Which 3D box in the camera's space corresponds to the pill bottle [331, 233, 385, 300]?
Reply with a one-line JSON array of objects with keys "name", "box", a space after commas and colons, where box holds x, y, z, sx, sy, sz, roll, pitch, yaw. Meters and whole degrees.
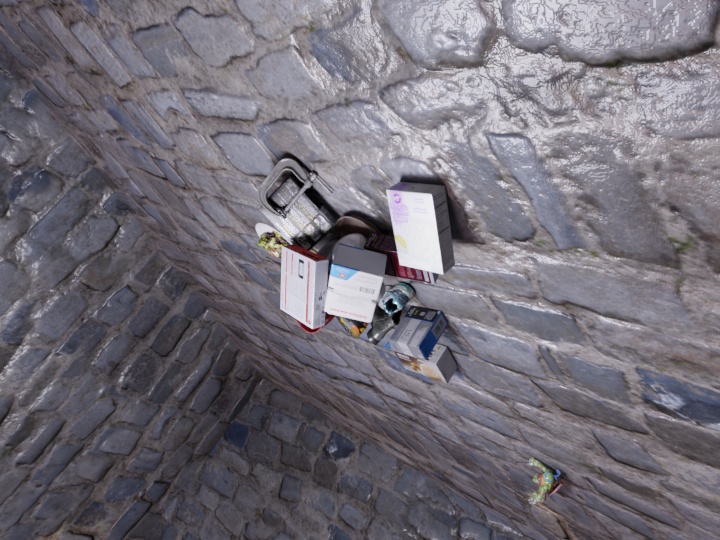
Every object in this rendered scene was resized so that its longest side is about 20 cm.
[{"name": "pill bottle", "box": [0.000, 0.000, 1.621, 0.114, 0.117, 0.202, 16, 147, 40]}]

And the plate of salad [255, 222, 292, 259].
[{"name": "plate of salad", "box": [-0.267, -0.073, 1.764, 0.197, 0.048, 0.202, 33, 157, 16]}]

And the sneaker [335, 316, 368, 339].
[{"name": "sneaker", "box": [-0.043, 0.133, 1.867, 0.202, 0.090, 0.069, 57, 160, -24]}]

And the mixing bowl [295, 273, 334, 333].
[{"name": "mixing bowl", "box": [-0.125, 0.081, 1.697, 0.197, 0.106, 0.207, 16, 111, 48]}]

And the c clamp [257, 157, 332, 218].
[{"name": "c clamp", "box": [-0.202, -0.226, 1.584, 0.199, 0.027, 0.172, -38, 94, 23]}]

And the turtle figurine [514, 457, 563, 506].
[{"name": "turtle figurine", "box": [0.648, 0.790, 2.055, 0.196, 0.196, 0.146, 68, 177, -53]}]

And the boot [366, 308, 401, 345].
[{"name": "boot", "box": [0.092, 0.164, 1.862, 0.130, 0.201, 0.068, -41, 103, 20]}]

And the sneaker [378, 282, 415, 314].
[{"name": "sneaker", "box": [0.094, 0.098, 1.756, 0.077, 0.087, 0.200, 42, 155, -5]}]

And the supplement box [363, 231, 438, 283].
[{"name": "supplement box", "box": [0.115, -0.035, 1.498, 0.195, 0.062, 0.110, 11, 144, 27]}]

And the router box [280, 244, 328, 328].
[{"name": "router box", "box": [-0.169, 0.043, 1.621, 0.177, 0.048, 0.206, 24, 116, 46]}]

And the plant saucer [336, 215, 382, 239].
[{"name": "plant saucer", "box": [0.015, -0.091, 1.623, 0.197, 0.032, 0.202, 33, 155, 17]}]

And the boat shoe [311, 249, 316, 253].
[{"name": "boat shoe", "box": [-0.146, 0.013, 1.979, 0.201, 0.065, 0.071, 50, 153, -21]}]

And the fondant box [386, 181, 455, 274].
[{"name": "fondant box", "box": [0.145, -0.104, 1.317, 0.142, 0.058, 0.205, 13, 124, 44]}]

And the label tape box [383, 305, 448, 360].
[{"name": "label tape box", "box": [0.161, 0.190, 1.743, 0.197, 0.145, 0.064, 6, 141, 50]}]

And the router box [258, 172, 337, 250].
[{"name": "router box", "box": [-0.187, -0.168, 1.656, 0.148, 0.051, 0.200, -38, 104, 21]}]

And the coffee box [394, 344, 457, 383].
[{"name": "coffee box", "box": [0.227, 0.307, 1.919, 0.197, 0.080, 0.116, 12, 144, 45]}]

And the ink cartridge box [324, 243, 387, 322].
[{"name": "ink cartridge box", "box": [-0.016, 0.038, 1.516, 0.141, 0.086, 0.203, 13, 138, -1]}]

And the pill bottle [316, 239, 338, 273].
[{"name": "pill bottle", "box": [-0.055, 0.010, 1.786, 0.114, 0.116, 0.201, -1, 133, 54]}]
